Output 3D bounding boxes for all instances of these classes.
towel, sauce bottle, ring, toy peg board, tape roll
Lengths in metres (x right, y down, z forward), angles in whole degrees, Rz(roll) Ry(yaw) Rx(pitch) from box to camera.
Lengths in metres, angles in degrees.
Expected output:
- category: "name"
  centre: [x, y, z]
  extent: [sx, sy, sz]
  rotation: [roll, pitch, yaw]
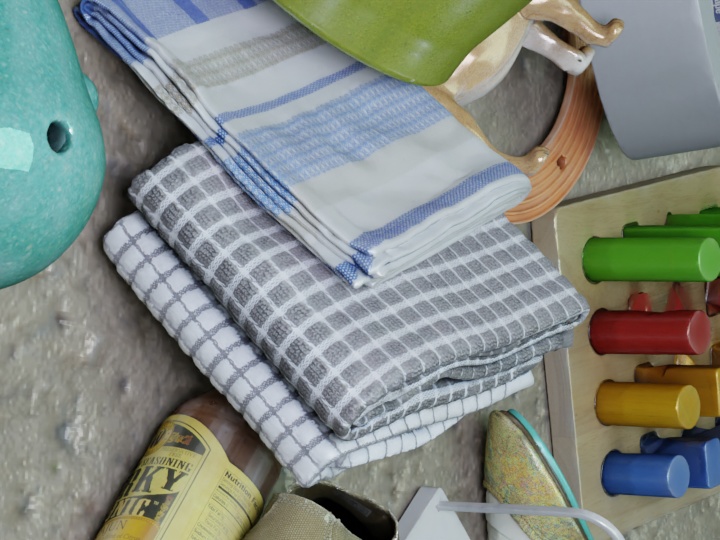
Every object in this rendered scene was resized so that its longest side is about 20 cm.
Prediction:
- category: "towel"
  centre: [-0.024, -0.080, 1.255]
  extent: [0.147, 0.200, 0.024]
  rotation: [-28, 156, -49]
- category: "sauce bottle"
  centre: [-0.078, 0.106, 1.260]
  extent: [0.065, 0.065, 0.200]
  rotation: [55, 48, -35]
- category: "ring"
  centre: [0.076, -0.125, 1.486]
  extent: [0.200, 0.019, 0.201]
  rotation: [0, 90, -52]
- category: "toy peg board"
  centre: [0.205, 0.047, 1.583]
  extent: [0.200, 0.098, 0.199]
  rotation: [-14, 101, -50]
- category: "towel"
  centre: [0.000, 0.000, 1.267]
  extent: [0.200, 0.166, 0.086]
  rotation: [-22, 150, -48]
- category: "tape roll"
  centre: [0.170, -0.165, 1.507]
  extent: [0.200, 0.066, 0.201]
  rotation: [-7, 90, -74]

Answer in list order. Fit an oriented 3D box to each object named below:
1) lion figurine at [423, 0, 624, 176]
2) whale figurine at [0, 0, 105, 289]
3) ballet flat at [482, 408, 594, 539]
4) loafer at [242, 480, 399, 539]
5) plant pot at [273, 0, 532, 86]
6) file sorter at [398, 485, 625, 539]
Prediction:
- category: "lion figurine"
  centre: [0.054, -0.112, 1.387]
  extent: [0.122, 0.072, 0.200]
  rotation: [33, 67, -8]
- category: "whale figurine"
  centre: [-0.158, -0.090, 1.127]
  extent: [0.159, 0.104, 0.200]
  rotation: [18, 75, -49]
- category: "ballet flat"
  centre: [0.108, 0.165, 1.497]
  extent: [0.200, 0.071, 0.071]
  rotation: [56, 50, -32]
- category: "loafer"
  centre: [-0.008, 0.139, 1.290]
  extent: [0.068, 0.076, 0.200]
  rotation: [-67, 168, 4]
- category: "plant pot"
  centre: [0.039, -0.199, 1.263]
  extent: [0.200, 0.200, 0.193]
  rotation: [11, 120, -51]
- category: "file sorter"
  centre: [0.061, 0.233, 1.383]
  extent: [0.200, 0.124, 0.139]
  rotation: [-54, 129, -35]
